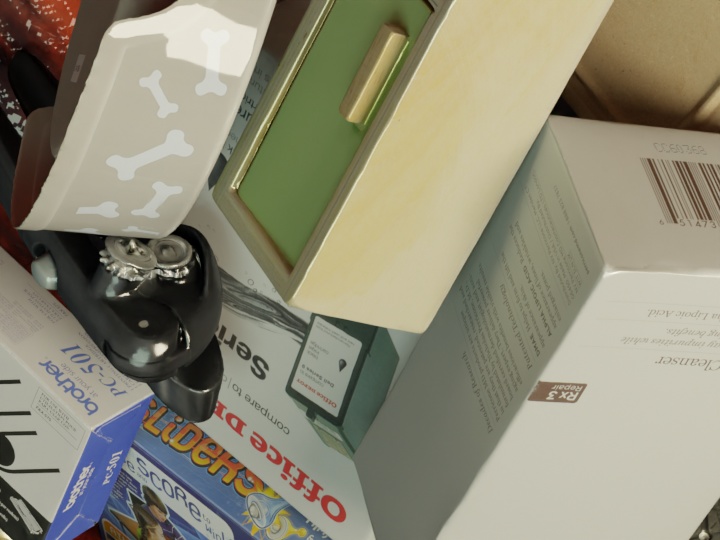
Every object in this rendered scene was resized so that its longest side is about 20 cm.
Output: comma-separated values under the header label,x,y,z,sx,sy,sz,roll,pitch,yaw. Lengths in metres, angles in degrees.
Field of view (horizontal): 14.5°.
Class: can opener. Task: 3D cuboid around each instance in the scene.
label,x,y,z,sx,sy,sz,roll,pitch,yaw
can opener,-0.118,-0.022,1.164,0.200,0.063,0.079,52,141,32

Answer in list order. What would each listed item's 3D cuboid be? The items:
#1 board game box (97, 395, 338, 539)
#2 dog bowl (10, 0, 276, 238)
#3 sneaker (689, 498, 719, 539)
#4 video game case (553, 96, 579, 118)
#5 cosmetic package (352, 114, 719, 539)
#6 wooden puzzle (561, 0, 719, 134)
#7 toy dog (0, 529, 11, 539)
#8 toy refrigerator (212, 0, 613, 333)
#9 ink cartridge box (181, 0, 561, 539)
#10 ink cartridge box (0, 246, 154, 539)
label,x,y,z,sx,sy,sz,roll,pitch,yaw
board game box,-0.046,0.135,1.266,0.200,0.034,0.135,36,150,30
dog bowl,-0.075,-0.103,1.077,0.059,0.200,0.200,18,131,-12
sneaker,0.094,0.137,1.287,0.200,0.078,0.090,-19,137,33
video game case,0.150,-0.056,1.076,0.200,0.023,0.182,-40,76,41
cosmetic package,0.087,0.041,1.056,0.113,0.081,0.200,3,135,-23
wooden puzzle,0.114,-0.142,1.044,0.200,0.037,0.185,49,131,14
toy dog,-0.176,0.179,1.326,0.200,0.140,0.194,7,152,46
toy refrigerator,0.026,-0.083,0.995,0.070,0.076,0.200,13,117,-36
ink cartridge box,0.000,0.000,1.161,0.146,0.084,0.200,39,135,20
ink cartridge box,-0.186,0.027,1.257,0.200,0.044,0.094,42,133,17
